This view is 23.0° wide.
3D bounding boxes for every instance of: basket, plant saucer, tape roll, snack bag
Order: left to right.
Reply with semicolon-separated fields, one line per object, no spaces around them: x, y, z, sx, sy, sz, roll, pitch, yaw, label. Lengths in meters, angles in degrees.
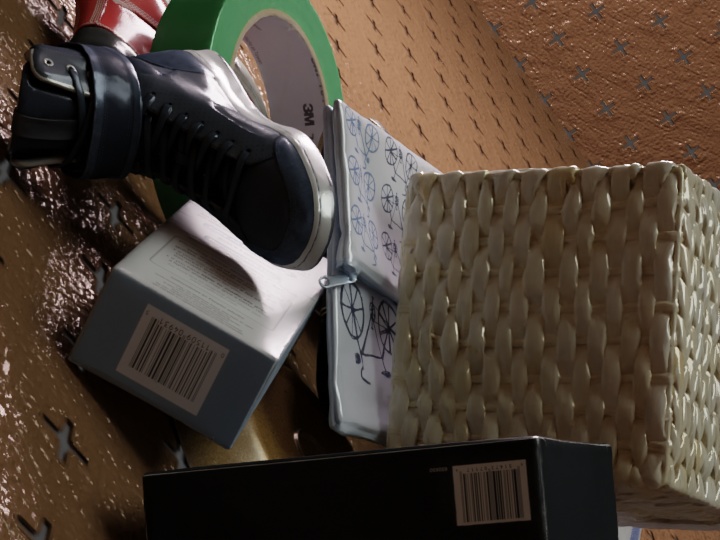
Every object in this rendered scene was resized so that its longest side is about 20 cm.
-0.072;-0.096;1.180;0.200;0.048;0.203;-3;90;-65;tape roll
-0.039;0.120;1.049;0.201;0.035;0.201;52;15;-20;plant saucer
0.021;0.016;1.087;0.188;0.021;0.203;31;56;-63;snack bag
0.130;0.049;1.066;0.160;0.196;0.203;22;71;-58;basket

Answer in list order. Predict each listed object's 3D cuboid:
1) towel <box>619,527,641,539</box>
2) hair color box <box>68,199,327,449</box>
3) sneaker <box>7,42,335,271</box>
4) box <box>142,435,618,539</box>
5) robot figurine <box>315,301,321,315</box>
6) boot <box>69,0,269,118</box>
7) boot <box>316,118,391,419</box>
0.162;0.110;1.303;0.200;0.024;0.148;51;40;-35;towel
-0.082;0.021;0.996;0.098;0.061;0.200;29;17;0;hair color box
-0.112;-0.063;0.971;0.145;0.078;0.202;1;29;-36;sneaker
0.014;0.128;0.863;0.141;0.198;0.080;11;73;-68;box
0.029;0.001;1.326;0.200;0.124;0.152;42;63;-55;robot figurine
-0.129;-0.106;1.184;0.200;0.072;0.145;49;26;-37;boot
0.000;0.000;1.135;0.138;0.077;0.202;-7;86;-78;boot
